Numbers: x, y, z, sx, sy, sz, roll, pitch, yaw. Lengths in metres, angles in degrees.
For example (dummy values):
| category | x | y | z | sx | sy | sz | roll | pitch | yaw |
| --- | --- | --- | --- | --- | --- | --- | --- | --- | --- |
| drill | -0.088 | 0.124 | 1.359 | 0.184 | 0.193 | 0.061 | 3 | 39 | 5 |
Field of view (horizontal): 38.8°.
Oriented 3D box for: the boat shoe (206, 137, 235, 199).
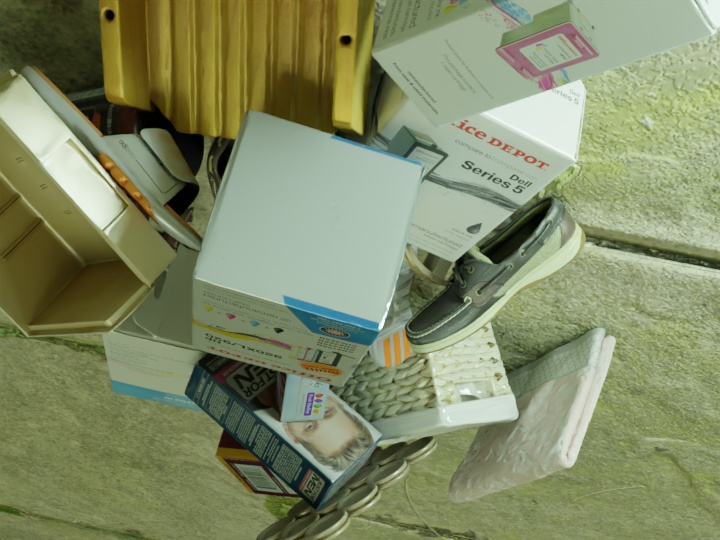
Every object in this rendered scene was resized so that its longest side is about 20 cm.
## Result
| category | x | y | z | sx | sy | sz | roll | pitch | yaw |
| --- | --- | --- | --- | --- | --- | --- | --- | --- | --- |
| boat shoe | -0.112 | -0.099 | 0.972 | 0.072 | 0.060 | 0.200 | 17 | 149 | -7 |

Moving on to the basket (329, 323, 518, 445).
| category | x | y | z | sx | sy | sz | roll | pitch | yaw |
| --- | --- | --- | --- | --- | --- | --- | --- | --- | --- |
| basket | 0.061 | 0.132 | 1.187 | 0.135 | 0.124 | 0.200 | 2 | 164 | -44 |

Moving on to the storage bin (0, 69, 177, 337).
| category | x | y | z | sx | sy | sz | roll | pitch | yaw |
| --- | --- | --- | --- | --- | --- | --- | --- | --- | --- |
| storage bin | -0.280 | -0.047 | 0.854 | 0.198 | 0.094 | 0.200 | -6 | 129 | 52 |

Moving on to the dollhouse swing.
| category | x | y | z | sx | sy | sz | roll | pitch | yaw |
| --- | --- | --- | --- | --- | --- | --- | --- | --- | --- |
| dollhouse swing | -0.104 | -0.158 | 0.740 | 0.199 | 0.176 | 0.182 | 8 | 116 | 8 |

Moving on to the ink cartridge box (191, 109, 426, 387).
| category | x | y | z | sx | sy | sz | roll | pitch | yaw |
| --- | --- | --- | --- | --- | --- | --- | --- | --- | --- |
| ink cartridge box | -0.051 | -0.007 | 0.841 | 0.147 | 0.145 | 0.200 | 16 | 160 | -4 |

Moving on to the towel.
| category | x | y | z | sx | sy | sz | roll | pitch | yaw |
| --- | --- | --- | --- | --- | --- | --- | --- | --- | --- |
| towel | 0.194 | 0.168 | 1.167 | 0.032 | 0.191 | 0.200 | 39 | 143 | -11 |

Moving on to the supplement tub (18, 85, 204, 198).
| category | x | y | z | sx | sy | sz | roll | pitch | yaw |
| --- | --- | --- | --- | --- | --- | --- | --- | --- | --- |
| supplement tub | -0.253 | -0.115 | 0.955 | 0.200 | 0.107 | 0.107 | -6 | 144 | 28 |

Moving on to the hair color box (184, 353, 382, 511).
| category | x | y | z | sx | sy | sz | roll | pitch | yaw |
| --- | --- | --- | --- | --- | --- | --- | --- | --- | --- |
| hair color box | -0.085 | 0.158 | 1.128 | 0.200 | 0.100 | 0.061 | 39 | 131 | 14 |

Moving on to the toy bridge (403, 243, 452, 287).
| category | x | y | z | sx | sy | sz | roll | pitch | yaw |
| --- | --- | --- | --- | --- | --- | --- | --- | --- | --- |
| toy bridge | 0.083 | -0.020 | 1.016 | 0.200 | 0.067 | 0.027 | 34 | 169 | -29 |

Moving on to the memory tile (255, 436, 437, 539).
| category | x | y | z | sx | sy | sz | roll | pitch | yaw |
| --- | --- | --- | --- | --- | --- | --- | --- | --- | --- |
| memory tile | -0.014 | 0.245 | 1.124 | 0.153 | 0.200 | 0.017 | -24 | 97 | 50 |

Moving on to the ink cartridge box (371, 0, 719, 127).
| category | x | y | z | sx | sy | sz | roll | pitch | yaw |
| --- | --- | --- | --- | --- | --- | --- | --- | --- | --- |
| ink cartridge box | 0.120 | -0.193 | 0.649 | 0.200 | 0.145 | 0.085 | -13 | 139 | 37 |

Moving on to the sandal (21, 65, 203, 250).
| category | x | y | z | sx | sy | sz | roll | pitch | yaw |
| --- | --- | --- | --- | --- | --- | --- | --- | --- | --- |
| sandal | -0.186 | -0.102 | 0.830 | 0.207 | 0.059 | 0.079 | 47 | 173 | -4 |

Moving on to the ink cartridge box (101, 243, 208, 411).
| category | x | y | z | sx | sy | sz | roll | pitch | yaw |
| --- | --- | --- | --- | --- | --- | --- | --- | --- | --- |
| ink cartridge box | -0.222 | 0.062 | 1.208 | 0.125 | 0.129 | 0.200 | 14 | 150 | -1 |

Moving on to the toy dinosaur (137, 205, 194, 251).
| category | x | y | z | sx | sy | sz | roll | pitch | yaw |
| --- | --- | --- | --- | --- | --- | --- | --- | --- | --- |
| toy dinosaur | -0.257 | -0.017 | 1.088 | 0.200 | 0.136 | 0.086 | -2 | 146 | 23 |

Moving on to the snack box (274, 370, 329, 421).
| category | x | y | z | sx | sy | sz | roll | pitch | yaw |
| --- | --- | --- | --- | --- | --- | --- | --- | --- | --- |
| snack box | -0.058 | 0.041 | 1.058 | 0.053 | 0.142 | 0.200 | 1 | 137 | -11 |

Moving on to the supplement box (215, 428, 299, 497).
| category | x | y | z | sx | sy | sz | roll | pitch | yaw |
| --- | --- | --- | --- | --- | --- | --- | --- | --- | --- |
| supplement box | -0.094 | 0.162 | 1.252 | 0.085 | 0.200 | 0.110 | 2 | 147 | 20 |

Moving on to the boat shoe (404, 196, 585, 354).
| category | x | y | z | sx | sy | sz | roll | pitch | yaw |
| --- | --- | --- | --- | --- | --- | --- | --- | --- | --- |
| boat shoe | 0.119 | 0.001 | 0.980 | 0.200 | 0.073 | 0.065 | -37 | 115 | -1 |

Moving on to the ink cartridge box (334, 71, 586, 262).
| category | x | y | z | sx | sy | sz | roll | pitch | yaw |
| --- | --- | --- | --- | --- | --- | --- | --- | --- | --- |
| ink cartridge box | 0.072 | -0.106 | 0.867 | 0.145 | 0.084 | 0.200 | 23 | 148 | -15 |

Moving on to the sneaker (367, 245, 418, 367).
| category | x | y | z | sx | sy | sz | roll | pitch | yaw |
| --- | --- | --- | --- | --- | --- | --- | --- | --- | --- |
| sneaker | 0.000 | 0.000 | 1.072 | 0.112 | 0.077 | 0.200 | 36 | 135 | 46 |
